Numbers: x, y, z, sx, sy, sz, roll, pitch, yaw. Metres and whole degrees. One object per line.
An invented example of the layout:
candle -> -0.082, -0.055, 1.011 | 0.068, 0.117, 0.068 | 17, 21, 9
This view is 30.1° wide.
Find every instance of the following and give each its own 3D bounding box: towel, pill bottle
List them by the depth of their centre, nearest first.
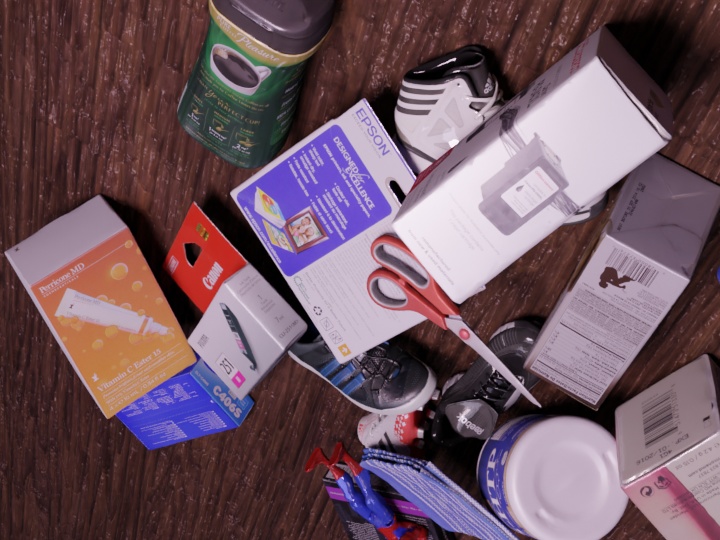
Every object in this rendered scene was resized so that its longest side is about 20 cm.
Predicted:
pill bottle -> 0.179, 0.202, 1.317 | 0.119, 0.120, 0.200 | 35, 170, -3
towel -> 0.081, 0.240, 1.393 | 0.145, 0.024, 0.200 | 41, 166, -12

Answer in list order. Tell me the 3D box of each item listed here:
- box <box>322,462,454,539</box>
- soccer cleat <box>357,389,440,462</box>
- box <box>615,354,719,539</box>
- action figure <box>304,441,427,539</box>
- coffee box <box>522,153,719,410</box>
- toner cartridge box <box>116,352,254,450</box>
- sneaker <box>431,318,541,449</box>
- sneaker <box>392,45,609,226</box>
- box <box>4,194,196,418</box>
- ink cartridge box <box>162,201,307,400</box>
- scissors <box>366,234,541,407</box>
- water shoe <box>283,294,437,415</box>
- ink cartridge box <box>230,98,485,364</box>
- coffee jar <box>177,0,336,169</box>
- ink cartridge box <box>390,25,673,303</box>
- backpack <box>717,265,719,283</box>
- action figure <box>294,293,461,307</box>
box -> 0.047, 0.323, 1.648 | 0.142, 0.036, 0.201 | 6, 133, 31
soccer cleat -> 0.037, 0.168, 1.469 | 0.084, 0.069, 0.201 | 17, 143, 13
box -> 0.333, 0.201, 1.223 | 0.109, 0.128, 0.200 | -35, 108, 23
action figure -> 0.009, 0.300, 1.544 | 0.065, 0.100, 0.200 | -18, 125, 45
coffee box -> 0.221, 0.012, 1.139 | 0.079, 0.113, 0.201 | 28, 142, 6
toner cartridge box -> -0.228, 0.163, 1.666 | 0.199, 0.043, 0.095 | -19, 119, 45
sneaker -> 0.128, 0.123, 1.337 | 0.066, 0.091, 0.200 | 35, 142, -4
sneaker -> 0.115, -0.113, 1.111 | 0.199, 0.076, 0.116 | 21, 142, 19
box -> -0.286, 0.041, 1.491 | 0.097, 0.124, 0.201 | 39, 158, 51
ink cartridge box -> -0.150, 0.037, 1.422 | 0.174, 0.044, 0.200 | 47, 153, 2
scissors -> 0.085, 0.042, 1.168 | 0.199, 0.014, 0.074 | 34, 128, 16
water shoe -> -0.014, 0.087, 1.382 | 0.199, 0.072, 0.079 | 21, 158, 34
ink cartridge box -> 0.002, -0.035, 1.221 | 0.199, 0.043, 0.199 | -29, 95, 42
coffee jar -> -0.092, -0.187, 1.171 | 0.104, 0.086, 0.201 | 34, 143, 4
ink cartridge box -> 0.132, -0.084, 1.015 | 0.200, 0.145, 0.084 | -39, 97, 21
backpack -> 0.366, -0.034, 0.954 | 0.162, 0.168, 0.201 | 31, 110, -4
action figure -> 0.000, 0.000, 1.322 | 0.198, 0.070, 0.131 | 18, 146, 24
